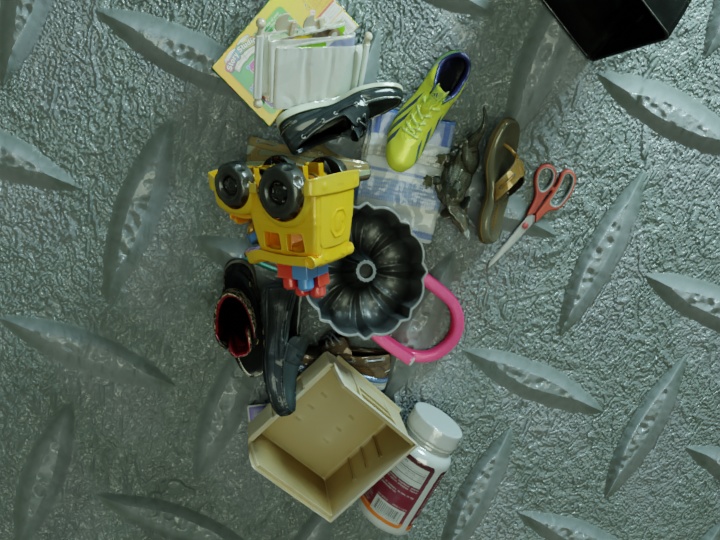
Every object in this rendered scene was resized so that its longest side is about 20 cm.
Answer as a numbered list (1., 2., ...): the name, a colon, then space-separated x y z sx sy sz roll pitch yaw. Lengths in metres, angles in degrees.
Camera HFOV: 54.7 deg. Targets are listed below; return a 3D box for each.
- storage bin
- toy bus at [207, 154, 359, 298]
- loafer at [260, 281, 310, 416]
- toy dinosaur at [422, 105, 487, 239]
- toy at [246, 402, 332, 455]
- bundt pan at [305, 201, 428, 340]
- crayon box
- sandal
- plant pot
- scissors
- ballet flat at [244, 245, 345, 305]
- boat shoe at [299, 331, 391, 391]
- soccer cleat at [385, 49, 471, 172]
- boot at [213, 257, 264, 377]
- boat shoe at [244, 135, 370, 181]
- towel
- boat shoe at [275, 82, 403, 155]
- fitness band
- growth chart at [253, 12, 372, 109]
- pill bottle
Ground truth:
1. storage bin: -0.049 0.266 1.121 0.200 0.094 0.198 -42 118 10
2. toy bus: -0.104 -0.060 0.971 0.196 0.135 0.197 9 109 31
3. loafer: -0.112 0.117 1.062 0.069 0.068 0.206 -7 77 12
4. toy dinosaur: 0.152 -0.155 1.088 0.075 0.102 0.205 12 94 24
5. toy: -0.094 0.284 1.203 0.195 0.047 0.118 -4 108 -3
6. bundt pan: 0.000 0.000 1.074 0.197 0.076 0.208 0 91 -14
7. crayon box: -0.111 -0.329 1.024 0.119 0.058 0.200 43 99 -14
8. sandal: 0.228 -0.136 1.092 0.053 0.080 0.205 20 114 36
9. plant pot: 0.369 -0.445 0.969 0.199 0.200 0.178 44 88 -14
10. scissors: 0.285 -0.081 1.149 0.072 0.014 0.203 23 101 -13
11. ballet flat: -0.090 -0.006 1.119 0.197 0.069 0.072 29 84 -16
12. boat shoe: -0.041 0.140 1.162 0.196 0.072 0.074 15 100 -19
13. soccer cleat: 0.099 -0.241 1.036 0.064 0.084 0.203 32 88 -9
14. boot: -0.184 0.097 1.089 0.071 0.151 0.205 -5 107 -3
15. boat shoe: -0.080 -0.176 1.064 0.195 0.072 0.078 4 92 -2
16. towel: 0.066 -0.148 1.108 0.143 0.024 0.205 9 105 -8
17. boat shoe: -0.023 -0.218 1.021 0.195 0.075 0.067 -16 74 -11
18. fitness band: 0.082 0.072 1.164 0.198 0.038 0.145 36 100 -14
19. growth chart: -0.067 -0.291 0.989 0.196 0.018 0.147 -8 131 -33
20. pill bottle: 0.085 0.338 1.199 0.113 0.114 0.203 28 102 -12
